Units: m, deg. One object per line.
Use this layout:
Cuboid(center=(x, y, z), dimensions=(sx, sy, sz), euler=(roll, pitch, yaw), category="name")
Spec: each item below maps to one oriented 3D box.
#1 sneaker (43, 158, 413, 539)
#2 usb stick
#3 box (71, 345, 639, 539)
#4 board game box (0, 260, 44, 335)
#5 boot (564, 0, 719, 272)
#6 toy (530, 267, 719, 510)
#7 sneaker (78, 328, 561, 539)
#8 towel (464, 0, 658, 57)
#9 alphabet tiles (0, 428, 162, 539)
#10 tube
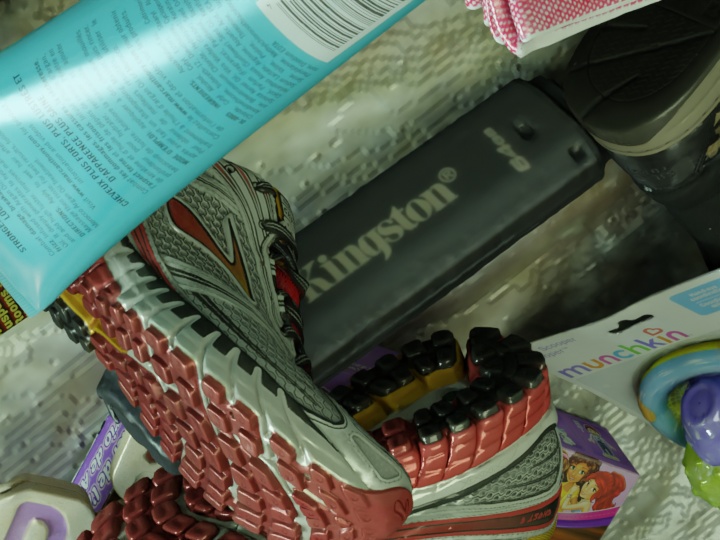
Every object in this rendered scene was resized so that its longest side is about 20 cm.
Cuboid(center=(-0.045, 0.006, 0.794), dimensions=(0.082, 0.200, 0.078), euler=(-31, 150, -19), category="sneaker")
Cuboid(center=(0.000, 0.000, 0.858), dimensions=(0.200, 0.055, 0.033), euler=(-35, 141, -17), category="usb stick")
Cuboid(center=(-0.010, 0.096, 0.944), dimensions=(0.199, 0.039, 0.137), euler=(20, 109, -27), category="box")
Cuboid(center=(-0.184, -0.049, 0.752), dimensions=(0.105, 0.023, 0.201), euler=(-36, 104, -21), category="board game box")
Cuboid(center=(0.173, -0.080, 0.890), dimensions=(0.200, 0.073, 0.151), euler=(-47, 135, -11), category="boot")
Cuboid(center=(0.165, 0.069, 0.951), dimensions=(0.199, 0.047, 0.115), euler=(24, 148, -33), category="toy")
Cuboid(center=(-0.015, 0.101, 0.852), dimensions=(0.199, 0.078, 0.082), euler=(-25, 120, -9), category="sneaker")
Cuboid(center=(0.084, -0.165, 0.629), dimensions=(0.146, 0.030, 0.201), euler=(-19, 119, -18), category="towel")
Cuboid(center=(-0.058, 0.137, 0.918), dimensions=(0.199, 0.015, 0.196), euler=(16, 112, -25), category="alphabet tiles")
Cuboid(center=(-0.054, -0.059, 0.713), dimensions=(0.200, 0.050, 0.078), euler=(-32, 100, 30), category="tube")
